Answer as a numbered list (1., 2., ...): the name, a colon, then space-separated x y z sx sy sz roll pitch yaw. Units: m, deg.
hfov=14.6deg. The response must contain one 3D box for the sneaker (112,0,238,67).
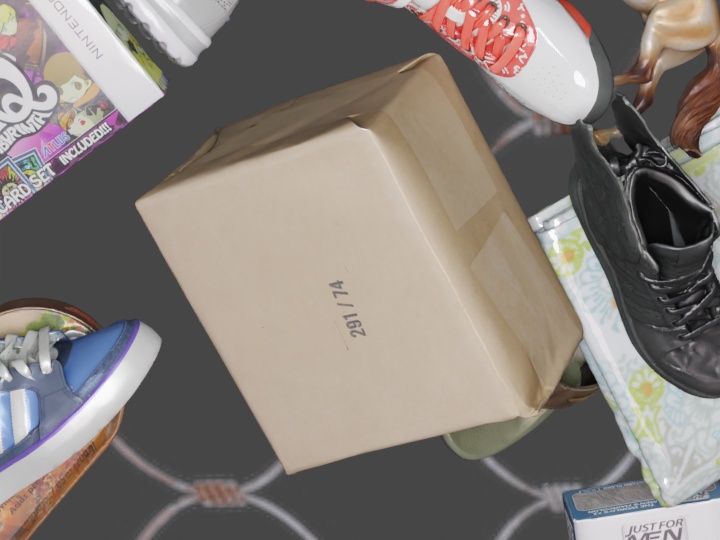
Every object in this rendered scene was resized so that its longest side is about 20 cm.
1. sneaker: -0.141 -0.217 1.640 0.082 0.075 0.200 -42 109 -7

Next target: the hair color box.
1. hair color box: 0.191 0.233 1.768 0.100 0.061 0.201 -9 105 -1

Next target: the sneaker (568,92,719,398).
1. sneaker: 0.174 -0.009 1.602 0.060 0.104 0.200 -33 100 -11

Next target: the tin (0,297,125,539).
1. tin: -0.229 0.104 1.728 0.112 0.042 0.200 39 99 -15

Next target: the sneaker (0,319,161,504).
1. sneaker: -0.235 0.058 1.656 0.200 0.081 0.147 -38 107 12

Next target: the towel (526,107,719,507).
1. towel: 0.210 0.016 1.691 0.171 0.048 0.200 -29 99 -11

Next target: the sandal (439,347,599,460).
1. sandal: 0.129 0.043 1.715 0.201 0.057 0.080 -35 108 4

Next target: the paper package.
1. paper package: 0.000 0.000 1.640 0.190 0.103 0.200 -17 109 36

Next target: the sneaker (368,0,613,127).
1. sneaker: 0.049 -0.152 1.596 0.202 0.108 0.067 52 128 19

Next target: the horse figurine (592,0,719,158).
1. horse figurine: 0.157 -0.162 1.662 0.132 0.050 0.200 -39 94 -9

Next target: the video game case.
1. video game case: -0.246 -0.119 1.661 0.200 0.036 0.181 -35 104 12
